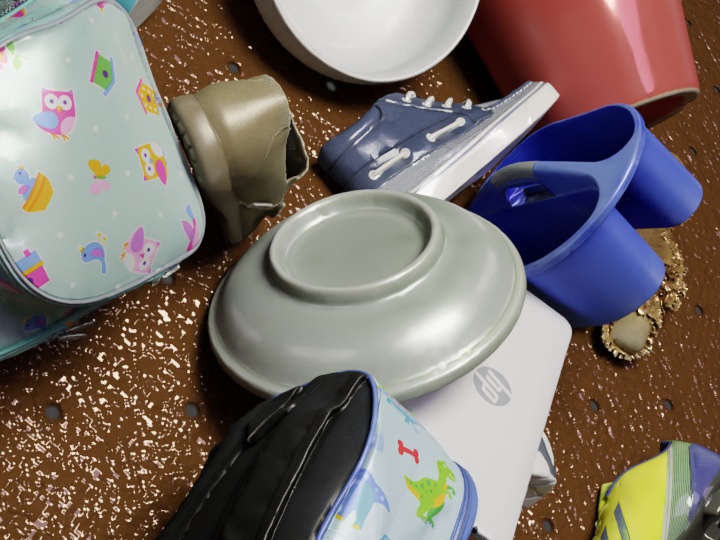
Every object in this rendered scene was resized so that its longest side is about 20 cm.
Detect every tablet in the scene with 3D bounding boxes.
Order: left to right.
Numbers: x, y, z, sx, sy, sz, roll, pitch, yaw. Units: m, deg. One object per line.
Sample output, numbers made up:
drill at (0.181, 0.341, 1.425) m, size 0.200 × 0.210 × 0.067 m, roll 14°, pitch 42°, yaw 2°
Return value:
tablet at (0.061, 0.063, 0.743) m, size 0.129 × 0.014 × 0.201 m, roll 34°, pitch 43°, yaw -5°

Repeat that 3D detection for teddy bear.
teddy bear at (0.215, -0.018, 1.003) m, size 0.143 × 0.067 × 0.202 m, roll 17°, pitch 58°, yaw -17°

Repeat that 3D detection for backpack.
backpack at (-0.190, -0.043, 0.618) m, size 0.199 × 0.152 × 0.178 m, roll -33°, pitch 113°, yaw -38°
backpack at (-0.028, 0.163, 0.585) m, size 0.147 × 0.182 × 0.202 m, roll 40°, pitch 56°, yaw -23°

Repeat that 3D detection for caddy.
caddy at (0.142, -0.041, 0.859) m, size 0.105 × 0.199 × 0.142 m, roll 37°, pitch 70°, yaw -18°

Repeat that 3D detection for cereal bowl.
cereal bowl at (-0.005, -0.242, 0.930) m, size 0.198 × 0.083 × 0.203 m, roll -1°, pitch 92°, yaw -29°

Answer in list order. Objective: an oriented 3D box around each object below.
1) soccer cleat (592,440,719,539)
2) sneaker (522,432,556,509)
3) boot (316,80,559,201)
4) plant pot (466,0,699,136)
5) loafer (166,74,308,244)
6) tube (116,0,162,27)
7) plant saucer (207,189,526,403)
soccer cleat at (0.191, 0.188, 0.850) m, size 0.083 × 0.065 × 0.199 m, roll 24°, pitch 43°, yaw 37°
sneaker at (0.033, 0.075, 0.782) m, size 0.197 × 0.080 × 0.131 m, roll 12°, pitch 48°, yaw -24°
boot at (0.062, -0.108, 0.906) m, size 0.091 × 0.073 × 0.200 m, roll 48°, pitch 59°, yaw 4°
plant pot at (0.187, -0.201, 1.016) m, size 0.199 × 0.200 × 0.179 m, roll -14°, pitch 79°, yaw -42°
loafer at (-0.066, -0.066, 0.727) m, size 0.067 × 0.200 × 0.077 m, roll -21°, pitch 87°, yaw -2°
tube at (-0.218, -0.247, 0.823) m, size 0.200 × 0.050 × 0.078 m, roll 41°, pitch 37°, yaw -1°
plant saucer at (0.000, 0.000, 0.731) m, size 0.201 × 0.197 × 0.051 m, roll -57°, pitch 145°, yaw -44°
